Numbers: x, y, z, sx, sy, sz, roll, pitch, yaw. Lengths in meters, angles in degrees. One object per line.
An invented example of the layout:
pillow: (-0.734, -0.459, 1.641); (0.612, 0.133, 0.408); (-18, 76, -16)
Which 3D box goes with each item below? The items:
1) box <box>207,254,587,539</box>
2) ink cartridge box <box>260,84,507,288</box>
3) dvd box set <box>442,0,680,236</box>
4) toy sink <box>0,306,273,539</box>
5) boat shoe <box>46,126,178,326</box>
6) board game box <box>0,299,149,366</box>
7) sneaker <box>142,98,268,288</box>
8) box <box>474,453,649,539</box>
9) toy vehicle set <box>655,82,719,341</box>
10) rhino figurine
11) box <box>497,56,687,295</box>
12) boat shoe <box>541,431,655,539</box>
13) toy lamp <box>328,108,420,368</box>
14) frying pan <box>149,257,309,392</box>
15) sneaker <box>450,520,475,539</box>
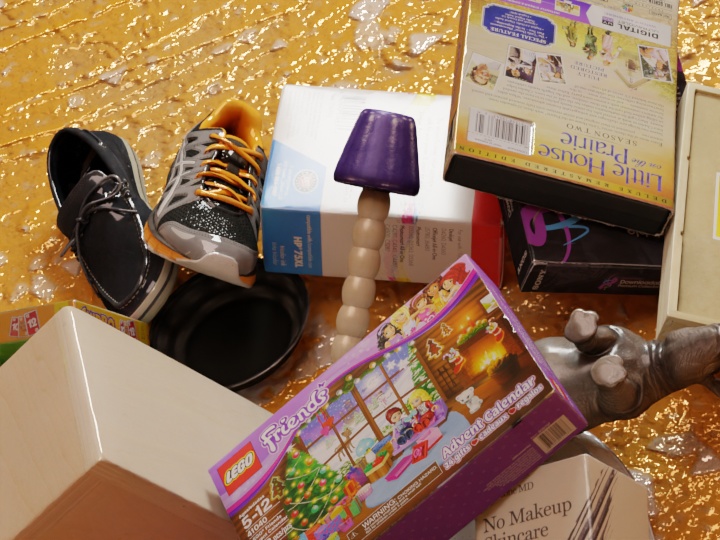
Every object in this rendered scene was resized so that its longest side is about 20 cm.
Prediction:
box: (0.017, 0.099, 1.440); (0.200, 0.039, 0.137); (-40, 38, 7)
ink cartridge box: (0.040, -0.055, 1.699); (0.198, 0.068, 0.117); (5, 49, 5)
dvd box set: (0.131, -0.119, 1.642); (0.145, 0.029, 0.201); (13, 48, -7)
toy sink: (-0.129, 0.136, 1.555); (0.112, 0.199, 0.131); (-42, 41, 22)
boat shoe: (-0.174, -0.032, 1.764); (0.075, 0.062, 0.201); (-48, 37, 20)
board game box: (-0.247, 0.052, 1.690); (0.199, 0.095, 0.030); (-12, 75, 23)
sneaker: (-0.096, -0.053, 1.712); (0.078, 0.078, 0.200); (22, 21, -16)
box: (0.111, 0.208, 1.378); (0.082, 0.068, 0.201); (-20, 58, 31)
toy vehicle set: (0.253, -0.026, 1.603); (0.123, 0.027, 0.201); (13, 50, -2)
rhino figurine: (0.143, 0.060, 1.507); (0.198, 0.088, 0.060); (-13, 66, 11)
box: (0.153, -0.071, 1.654); (0.142, 0.036, 0.201); (2, 50, -16)
boat shoe: (0.134, 0.154, 1.483); (0.070, 0.070, 0.201); (-18, 45, 4)
toy lamp: (0.000, 0.000, 1.612); (0.058, 0.058, 0.202); (9, 88, 28)
frying pan: (-0.096, 0.068, 1.676); (0.114, 0.031, 0.191); (0, 50, 25)
sneaker: (0.066, 0.195, 1.451); (0.074, 0.100, 0.201); (-12, 44, 11)
